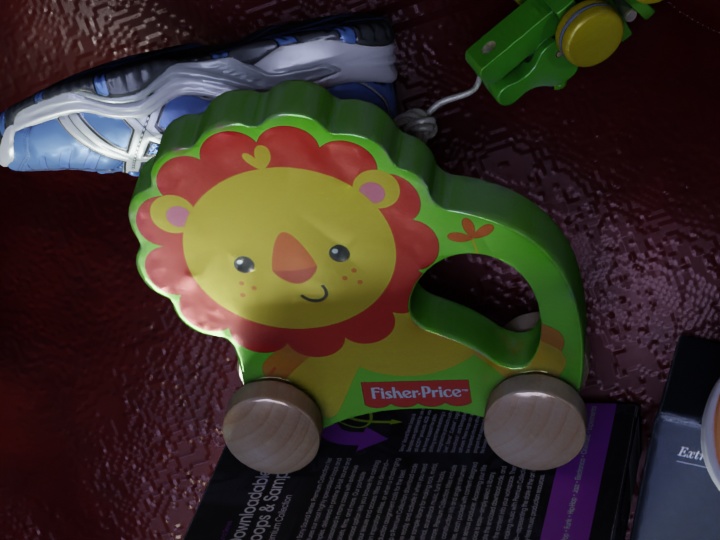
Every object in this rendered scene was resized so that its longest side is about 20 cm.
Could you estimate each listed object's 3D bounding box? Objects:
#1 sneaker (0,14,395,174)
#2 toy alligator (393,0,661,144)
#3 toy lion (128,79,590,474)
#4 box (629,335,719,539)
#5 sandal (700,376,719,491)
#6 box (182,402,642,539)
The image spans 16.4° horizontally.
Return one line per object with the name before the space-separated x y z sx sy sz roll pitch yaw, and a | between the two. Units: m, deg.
sneaker | -0.078 -0.065 1.161 0.199 0.076 0.077 -8 103 15
toy alligator | 0.092 -0.109 1.124 0.200 0.059 0.054 -45 138 10
toy lion | 0.000 0.000 1.128 0.199 0.069 0.192 -1 128 10
box | 0.196 0.152 1.166 0.148 0.107 0.201 13 111 8
sandal | 0.218 0.018 1.082 0.079 0.207 0.059 32 157 16
box | 0.026 0.109 1.169 0.199 0.143 0.036 1 117 12
